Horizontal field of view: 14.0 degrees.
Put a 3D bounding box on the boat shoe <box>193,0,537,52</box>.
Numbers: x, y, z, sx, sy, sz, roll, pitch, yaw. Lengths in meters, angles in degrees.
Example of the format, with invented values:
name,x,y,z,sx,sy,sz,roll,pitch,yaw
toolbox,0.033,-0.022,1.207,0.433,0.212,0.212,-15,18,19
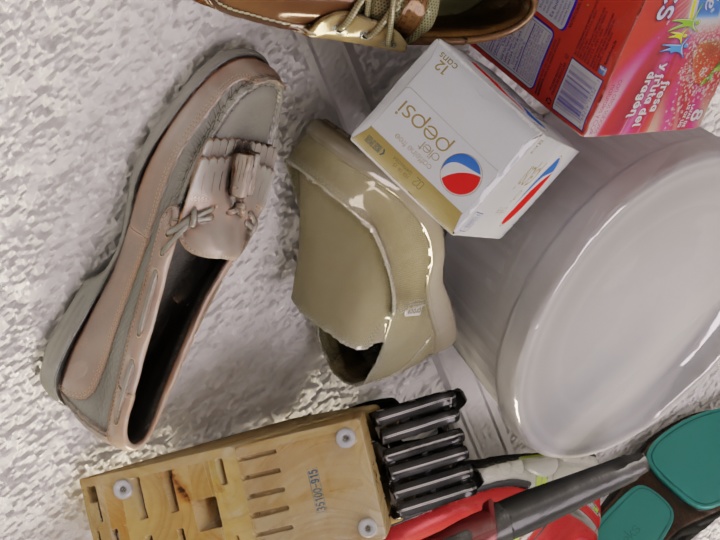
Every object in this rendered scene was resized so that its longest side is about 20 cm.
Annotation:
name,x,y,z,sx,sy,sz,roll,pitch,yaw
boat shoe,0.007,-0.138,1.346,0.200,0.074,0.076,-7,129,-45

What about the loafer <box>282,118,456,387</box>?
name,x,y,z,sx,sy,sz,roll,pitch,yaw
loafer,0.000,0.000,1.476,0.068,0.076,0.200,-45,147,-15

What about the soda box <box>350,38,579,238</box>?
name,x,y,z,sx,sy,sz,roll,pitch,yaw
soda box,0.053,-0.060,1.408,0.064,0.068,0.200,-48,173,5

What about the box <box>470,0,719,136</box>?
name,x,y,z,sx,sy,sz,roll,pitch,yaw
box,0.144,-0.175,1.439,0.095,0.100,0.200,-7,129,-45

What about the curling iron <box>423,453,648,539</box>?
name,x,y,z,sx,sy,sz,roll,pitch,yaw
curling iron,0.063,0.136,1.586,0.199,0.050,0.026,-21,112,-9

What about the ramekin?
name,x,y,z,sx,sy,sz,roll,pitch,yaw
ramekin,0.129,-0.004,1.601,0.202,0.094,0.203,-29,141,-26

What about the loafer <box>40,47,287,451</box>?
name,x,y,z,sx,sy,sz,roll,pitch,yaw
loafer,-0.081,-0.006,1.389,0.072,0.063,0.200,6,119,-50

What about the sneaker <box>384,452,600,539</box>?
name,x,y,z,sx,sy,sz,roll,pitch,yaw
sneaker,0.076,0.150,1.682,0.200,0.077,0.085,-4,85,-46

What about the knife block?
name,x,y,z,sx,sy,sz,roll,pitch,yaw
knife block,-0.036,0.112,1.549,0.199,0.064,0.176,-13,180,2

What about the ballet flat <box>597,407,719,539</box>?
name,x,y,z,sx,sy,sz,roll,pitch,yaw
ballet flat,0.181,0.149,1.838,0.200,0.068,0.068,-33,166,-41
